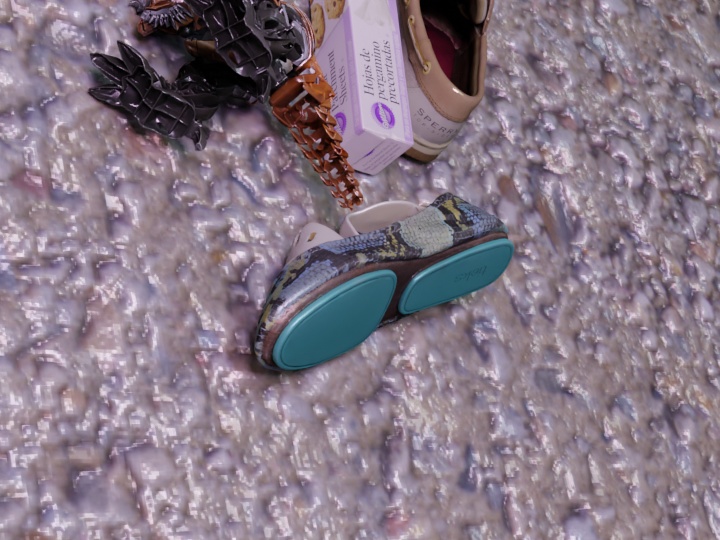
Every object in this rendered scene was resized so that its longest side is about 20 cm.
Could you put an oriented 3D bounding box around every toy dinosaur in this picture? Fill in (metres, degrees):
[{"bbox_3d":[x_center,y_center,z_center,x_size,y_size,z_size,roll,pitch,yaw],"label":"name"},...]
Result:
[{"bbox_3d":[-0.061,-0.125,0.834,0.199,0.103,0.136,35,24,9],"label":"toy dinosaur"}]

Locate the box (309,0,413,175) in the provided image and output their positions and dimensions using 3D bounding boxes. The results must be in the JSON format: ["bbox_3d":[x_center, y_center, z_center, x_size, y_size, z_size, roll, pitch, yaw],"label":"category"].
[{"bbox_3d":[-0.004,-0.155,0.935,0.038,0.041,0.202,15,57,-34],"label":"box"}]

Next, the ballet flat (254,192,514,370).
[{"bbox_3d":[0.000,0.000,0.836,0.199,0.074,0.075,-17,77,-48],"label":"ballet flat"}]

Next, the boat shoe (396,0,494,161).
[{"bbox_3d":[0.052,-0.162,0.971,0.074,0.066,0.202,22,52,-31],"label":"boat shoe"}]
